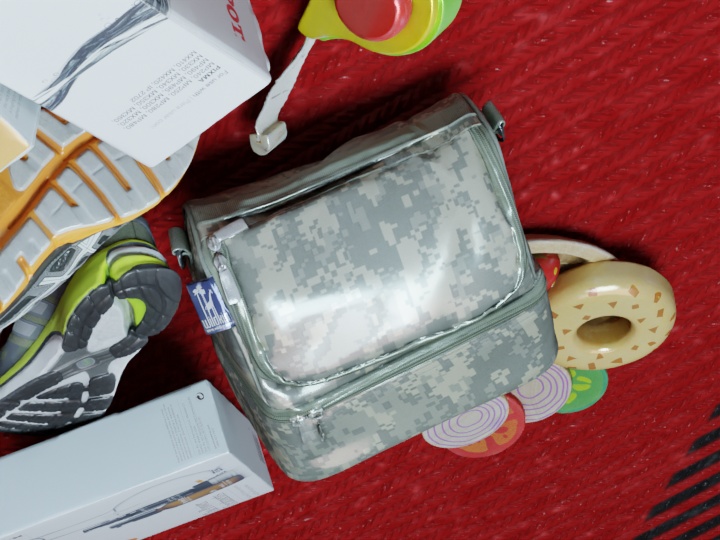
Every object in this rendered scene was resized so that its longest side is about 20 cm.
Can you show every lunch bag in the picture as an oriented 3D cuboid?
[{"bbox_3d":[0.000,0.000,1.408,0.199,0.140,0.168,-23,131,-8],"label":"lunch bag"}]

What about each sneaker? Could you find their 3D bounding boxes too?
[{"bbox_3d":[-0.170,-0.030,1.329,0.200,0.078,0.077,-38,171,-16],"label":"sneaker"},{"bbox_3d":[-0.168,0.029,1.423,0.073,0.081,0.200,12,139,-35],"label":"sneaker"}]

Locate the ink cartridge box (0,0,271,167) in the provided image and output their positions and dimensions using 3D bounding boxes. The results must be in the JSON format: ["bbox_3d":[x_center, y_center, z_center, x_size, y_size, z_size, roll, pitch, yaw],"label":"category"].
[{"bbox_3d":[-0.145,-0.156,1.139,0.084,0.145,0.200,-35,141,22],"label":"ink cartridge box"}]

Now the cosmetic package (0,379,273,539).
[{"bbox_3d":[-0.142,0.129,1.529,0.150,0.052,0.200,-19,167,2],"label":"cosmetic package"}]

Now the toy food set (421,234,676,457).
[{"bbox_3d":[0.091,0.051,1.596,0.199,0.049,0.198,10,135,-34],"label":"toy food set"}]

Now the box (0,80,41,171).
[{"bbox_3d":[-0.256,-0.110,1.127,0.124,0.098,0.200,-37,116,20],"label":"box"}]

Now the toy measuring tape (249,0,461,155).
[{"bbox_3d":[0.004,-0.122,1.309,0.073,0.074,0.201,4,135,-28],"label":"toy measuring tape"}]
